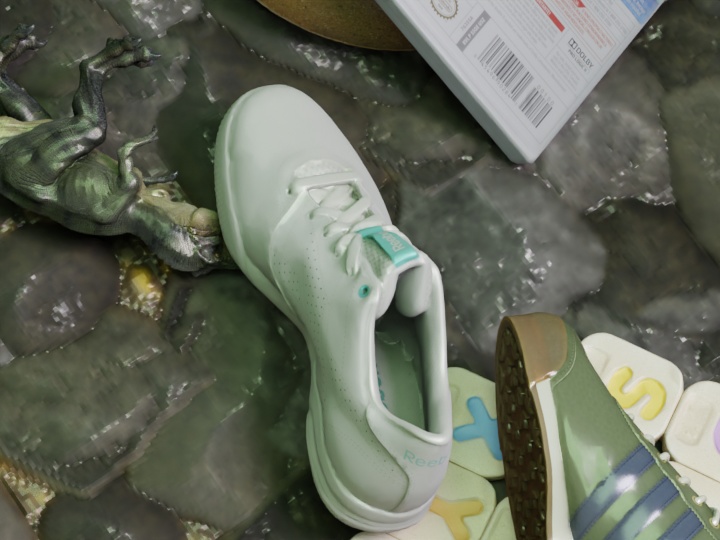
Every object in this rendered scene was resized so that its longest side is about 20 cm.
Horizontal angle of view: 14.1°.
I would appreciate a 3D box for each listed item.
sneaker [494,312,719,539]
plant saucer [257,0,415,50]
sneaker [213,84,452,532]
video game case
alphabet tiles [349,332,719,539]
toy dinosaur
[{"bbox_3d":[0.113,0.111,1.160,0.089,0.067,0.201,-5,69,-12],"label":"sneaker"},{"bbox_3d":[0.015,-0.198,1.275,0.199,0.035,0.202,2,80,-13],"label":"plant saucer"},{"bbox_3d":[0.000,0.000,1.189,0.075,0.089,0.201,-10,66,-24],"label":"sneaker"},{"bbox_3d":[0.087,-0.167,1.262,0.143,0.018,0.200,48,71,-23],"label":"video game case"},{"bbox_3d":[0.095,0.126,1.191,0.195,0.015,0.201,26,70,8],"label":"alphabet tiles"},{"bbox_3d":[-0.134,-0.059,1.242,0.199,0.047,0.089,15,75,7],"label":"toy dinosaur"}]
